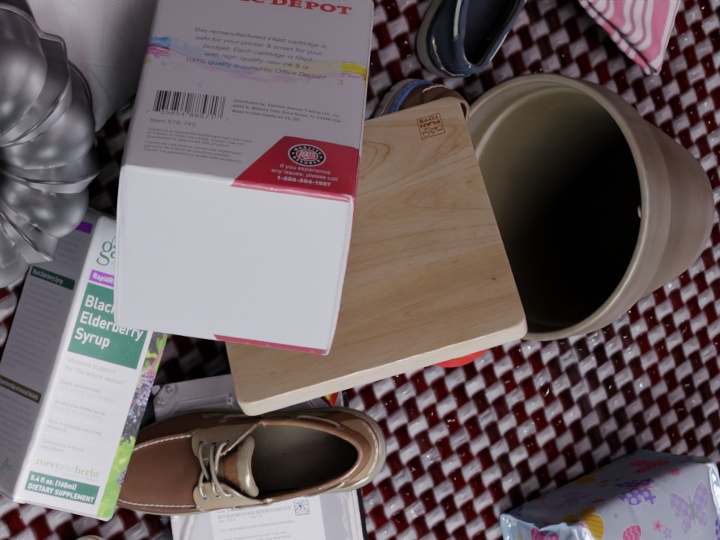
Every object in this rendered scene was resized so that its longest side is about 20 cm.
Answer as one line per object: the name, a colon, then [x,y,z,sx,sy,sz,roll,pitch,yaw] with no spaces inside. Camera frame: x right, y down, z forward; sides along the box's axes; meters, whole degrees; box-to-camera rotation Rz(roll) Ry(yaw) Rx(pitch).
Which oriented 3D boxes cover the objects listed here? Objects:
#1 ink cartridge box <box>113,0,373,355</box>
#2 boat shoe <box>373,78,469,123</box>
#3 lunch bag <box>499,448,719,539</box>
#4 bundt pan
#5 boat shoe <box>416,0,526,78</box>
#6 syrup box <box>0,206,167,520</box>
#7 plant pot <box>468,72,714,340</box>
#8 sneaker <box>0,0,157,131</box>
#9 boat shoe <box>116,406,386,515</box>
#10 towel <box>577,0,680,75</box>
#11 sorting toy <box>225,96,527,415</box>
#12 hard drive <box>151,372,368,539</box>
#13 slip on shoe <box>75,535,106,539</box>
ink cartridge box: [-0.073,-0.073,1.297,0.145,0.200,0.145,8,136,-1]
boat shoe: [0.026,-0.048,1.507,0.072,0.072,0.201,18,88,-36]
lunch bag: [0.222,0.271,1.669,0.169,0.127,0.201,-21,100,-32]
bundt pan: [-0.256,-0.068,1.274,0.201,0.076,0.203,-11,120,-19]
boat shoe: [0.109,-0.239,1.538,0.075,0.062,0.200,36,77,-29]
syrup box: [-0.192,0.060,1.373,0.079,0.081,0.201,18,89,-36]
plant pot: [0.183,-0.050,1.563,0.173,0.199,0.201,-2,100,-51]
sneaker: [-0.191,-0.205,1.338,0.116,0.074,0.200,-44,129,-22]
boat shoe: [-0.084,0.129,1.379,0.199,0.072,0.076,-11,88,6]
towel: [0.211,-0.263,1.585,0.200,0.030,0.147,38,65,-45]
sorting toy: [0.000,0.000,1.402,0.199,0.199,0.070,-16,147,2]
hard drive: [-0.067,0.170,1.433,0.139,0.038,0.201,-8,88,4]
slip on shoe: [-0.157,0.272,1.451,0.200,0.074,0.061,61,30,-19]
